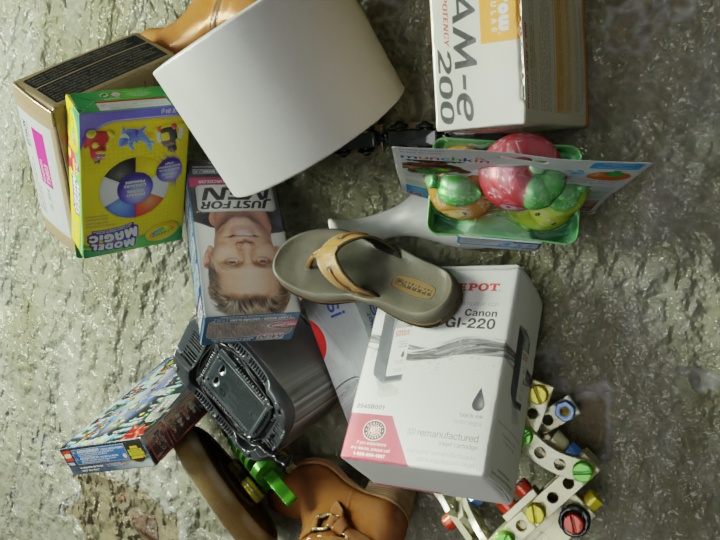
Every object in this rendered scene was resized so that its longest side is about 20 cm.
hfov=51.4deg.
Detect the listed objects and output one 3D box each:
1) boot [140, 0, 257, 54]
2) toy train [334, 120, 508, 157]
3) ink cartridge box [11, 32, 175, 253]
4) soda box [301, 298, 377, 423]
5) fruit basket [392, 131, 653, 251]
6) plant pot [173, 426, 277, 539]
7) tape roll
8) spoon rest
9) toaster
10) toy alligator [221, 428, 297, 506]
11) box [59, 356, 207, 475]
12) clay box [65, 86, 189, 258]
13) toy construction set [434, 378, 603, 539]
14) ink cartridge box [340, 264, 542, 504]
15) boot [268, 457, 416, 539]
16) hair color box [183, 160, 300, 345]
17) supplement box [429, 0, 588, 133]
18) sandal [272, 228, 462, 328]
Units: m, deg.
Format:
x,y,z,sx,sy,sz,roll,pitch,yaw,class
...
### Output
x,y,z,sx,sy,sz,roll,pitch,yaw,class
-0.170,-0.306,0.847,0.199,0.076,0.157,16,102,34,boot
0.054,-0.137,0.761,0.199,0.046,0.034,2,107,27,toy train
-0.286,-0.143,0.849,0.075,0.165,0.201,33,139,22,ink cartridge box
-0.007,0.062,0.818,0.068,0.063,0.201,-23,86,31,soda box
0.120,-0.066,0.617,0.184,0.200,0.095,5,92,5,fruit basket
-0.156,0.257,0.885,0.027,0.200,0.200,-38,76,-8,plant pot
-0.076,-0.183,0.716,0.202,0.203,0.140,-20,113,31,tape roll
0.069,-0.060,0.767,0.199,0.061,0.100,-13,92,18,spoon rest
-0.102,0.116,0.838,0.200,0.129,0.114,44,125,17,toaster
-0.132,0.208,0.873,0.200,0.059,0.054,28,152,55,toy alligator
-0.237,0.160,0.888,0.136,0.200,0.040,-14,108,30,box
-0.246,-0.092,0.796,0.048,0.114,0.201,47,138,37,clay box
0.155,0.214,0.732,0.131,0.092,0.200,47,117,15,toy construction set
0.081,0.099,0.703,0.145,0.085,0.201,-1,58,30,ink cartridge box
-0.045,0.286,0.814,0.199,0.155,0.077,-2,116,26,boot
-0.131,-0.024,0.803,0.061,0.099,0.201,115,147,-53,hair color box
0.129,-0.179,0.620,0.073,0.200,0.127,0,98,29,supplement box
0.000,0.000,0.711,0.199,0.055,0.082,20,70,30,sandal
